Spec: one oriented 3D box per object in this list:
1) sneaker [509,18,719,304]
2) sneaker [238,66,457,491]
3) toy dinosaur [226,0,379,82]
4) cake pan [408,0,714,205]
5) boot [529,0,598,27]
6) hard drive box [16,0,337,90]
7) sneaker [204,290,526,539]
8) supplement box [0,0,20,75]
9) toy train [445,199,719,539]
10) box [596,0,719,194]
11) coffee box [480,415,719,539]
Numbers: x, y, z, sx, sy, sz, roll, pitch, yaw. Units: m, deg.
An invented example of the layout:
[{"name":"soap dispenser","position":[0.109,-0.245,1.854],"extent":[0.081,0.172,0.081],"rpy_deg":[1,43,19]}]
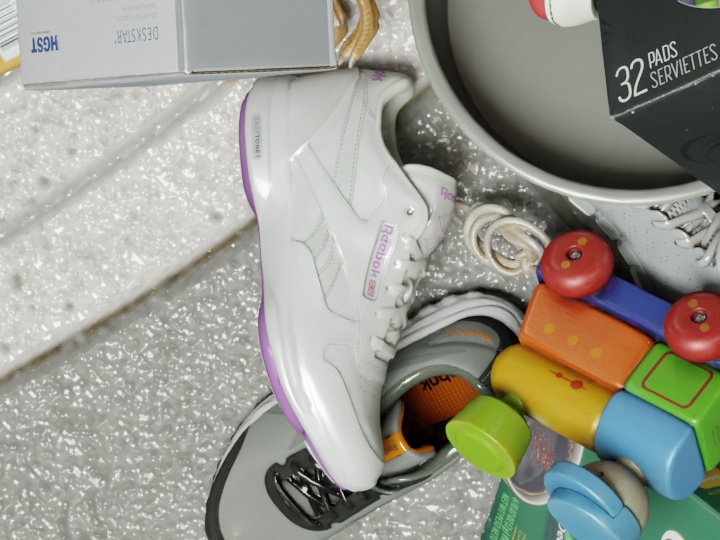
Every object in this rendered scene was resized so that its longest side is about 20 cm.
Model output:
[{"name":"sneaker","position":[0.153,-0.035,1.207],"extent":[0.075,0.115,0.200],"rpy_deg":[-44,112,-19]},{"name":"sneaker","position":[0.000,0.000,1.242],"extent":[0.099,0.075,0.202],"rpy_deg":[-9,82,9]},{"name":"toy dinosaur","position":[-0.033,-0.147,1.223],"extent":[0.200,0.060,0.106],"rpy_deg":[-42,110,12]},{"name":"cake pan","position":[0.121,-0.122,1.175],"extent":[0.199,0.037,0.202],"rpy_deg":[-1,77,6]},{"name":"boot","position":[0.048,-0.200,1.149],"extent":[0.143,0.072,0.202],"rpy_deg":[2,73,10]},{"name":"hard drive box","position":[-0.086,-0.180,1.140],"extent":[0.076,0.155,0.202],"rpy_deg":[-5,94,-33]},{"name":"sneaker","position":[-0.002,0.084,1.307],"extent":[0.200,0.079,0.074],"rpy_deg":[-36,104,22]},{"name":"supplement box","position":[-0.211,-0.112,1.270],"extent":[0.199,0.067,0.069],"rpy_deg":[-23,109,18]},{"name":"toy train","position":[0.079,0.045,1.223],"extent":[0.199,0.116,0.085],"rpy_deg":[28,155,32]},{"name":"box","position":[0.203,-0.131,1.027],"extent":[0.199,0.150,0.124],"rpy_deg":[-25,144,32]},{"name":"coffee box","position":[0.141,0.143,1.259],"extent":[0.200,0.044,0.124],"rpy_deg":[39,123,41]}]
